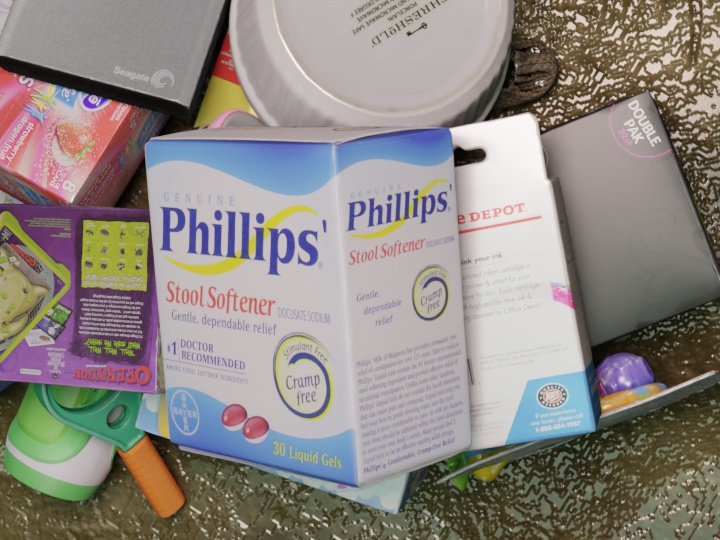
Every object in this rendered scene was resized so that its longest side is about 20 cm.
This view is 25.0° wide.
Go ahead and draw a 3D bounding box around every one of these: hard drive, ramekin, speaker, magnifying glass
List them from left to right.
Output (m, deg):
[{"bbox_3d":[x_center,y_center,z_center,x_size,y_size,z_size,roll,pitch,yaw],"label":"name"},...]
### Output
[{"bbox_3d":[-0.197,0.066,1.217,0.088,0.088,0.201,25,98,9],"label":"speaker"},{"bbox_3d":[-0.175,0.110,1.183,0.079,0.201,0.022,-41,45,-19],"label":"magnifying glass"},{"bbox_3d":[-0.153,-0.214,1.121,0.138,0.033,0.202,15,74,4],"label":"hard drive"},{"bbox_3d":[0.012,-0.170,1.085,0.200,0.094,0.205,1,83,-8],"label":"ramekin"}]

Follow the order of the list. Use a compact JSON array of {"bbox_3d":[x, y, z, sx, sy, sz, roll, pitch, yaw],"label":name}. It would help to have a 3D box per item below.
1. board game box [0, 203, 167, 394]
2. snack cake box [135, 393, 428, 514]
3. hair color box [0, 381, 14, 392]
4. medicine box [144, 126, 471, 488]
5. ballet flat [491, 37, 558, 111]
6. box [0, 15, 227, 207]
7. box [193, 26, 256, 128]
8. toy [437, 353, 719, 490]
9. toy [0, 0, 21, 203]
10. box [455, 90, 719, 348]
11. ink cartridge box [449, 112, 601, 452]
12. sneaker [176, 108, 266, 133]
[{"bbox_3d":[-0.212,0.016,1.096,0.198,0.032,0.121,3,87,25],"label":"board game box"},{"bbox_3d":[-0.047,0.103,1.174,0.198,0.115,0.068,17,97,10],"label":"snack cake box"},{"bbox_3d":[-0.308,0.046,1.208,0.199,0.065,0.110,-33,76,35],"label":"hair color box"},{"bbox_3d":[-0.035,0.013,1.005,0.181,0.102,0.202,5,104,46],"label":"medicine box"},{"bbox_3d":[0.045,-0.130,1.176,0.198,0.046,0.068,-9,91,12],"label":"ballet flat"},{"bbox_3d":[-0.188,-0.138,1.166,0.102,0.095,0.201,27,76,8],"label":"box"},{"bbox_3d":[-0.071,-0.155,1.185,0.050,0.075,0.202,22,98,10],"label":"box"},{"bbox_3d":[0.149,0.094,1.130,0.199,0.115,0.048,-26,79,12],"label":"toy"},{"bbox_3d":[-0.279,-0.101,1.242,0.114,0.047,0.202,23,98,7],"label":"toy"},{"bbox_3d":[0.135,-0.019,1.125,0.198,0.124,0.150,-21,90,11],"label":"box"},{"bbox_3d":[0.080,0.008,1.041,0.114,0.068,0.202,-10,93,13],"label":"ink cartridge box"},{"bbox_3d":[-0.113,-0.009,1.122,0.095,0.079,0.202,1,79,41],"label":"sneaker"}]
